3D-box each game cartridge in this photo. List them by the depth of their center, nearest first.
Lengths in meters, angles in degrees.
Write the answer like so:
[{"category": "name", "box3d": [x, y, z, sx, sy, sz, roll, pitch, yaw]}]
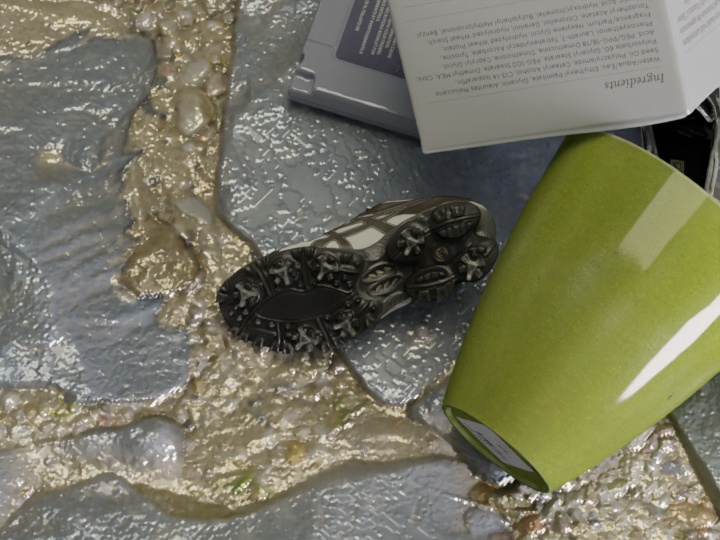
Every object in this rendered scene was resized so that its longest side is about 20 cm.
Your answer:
[{"category": "game cartridge", "box3d": [0.037, -0.190, 1.824, 0.132, 0.041, 0.201, 15, 61, 7]}]

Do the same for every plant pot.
[{"category": "plant pot", "box3d": [0.151, 0.043, 1.644, 0.187, 0.187, 0.200, 36, 78, 14]}]

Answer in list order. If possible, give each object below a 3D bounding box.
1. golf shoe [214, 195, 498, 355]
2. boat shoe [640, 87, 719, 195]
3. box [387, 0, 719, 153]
[{"category": "golf shoe", "box3d": [0.000, 0.000, 1.704, 0.199, 0.095, 0.078, -15, 105, 8]}, {"category": "boat shoe", "box3d": [0.233, -0.115, 1.785, 0.070, 0.064, 0.201, 2, 61, -4]}, {"category": "box", "box3d": [0.150, -0.178, 1.684, 0.199, 0.131, 0.199, -7, 16, 27]}]
